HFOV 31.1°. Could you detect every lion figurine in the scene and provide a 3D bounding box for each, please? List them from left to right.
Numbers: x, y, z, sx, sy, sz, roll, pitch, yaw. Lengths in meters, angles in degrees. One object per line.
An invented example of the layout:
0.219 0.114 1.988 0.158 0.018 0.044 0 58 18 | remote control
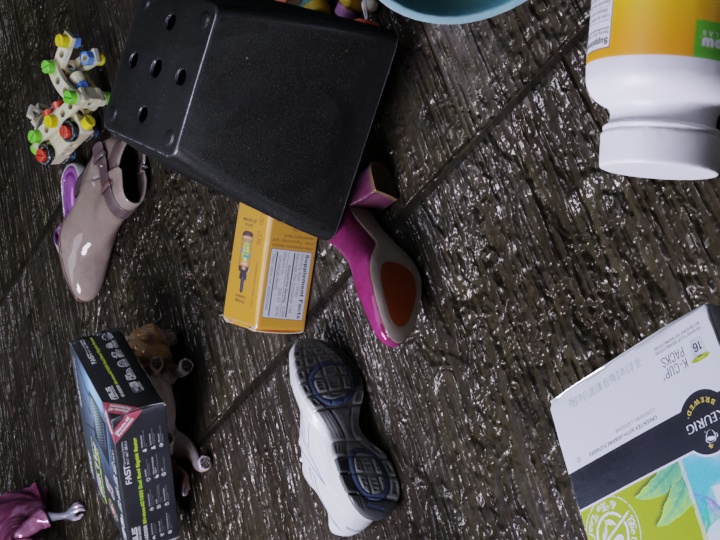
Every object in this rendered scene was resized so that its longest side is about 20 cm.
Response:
-0.229 0.158 1.485 0.122 0.072 0.202 -18 74 59 | lion figurine

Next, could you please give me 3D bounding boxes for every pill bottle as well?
0.212 -0.168 0.884 0.111 0.110 0.202 3 87 54 | pill bottle

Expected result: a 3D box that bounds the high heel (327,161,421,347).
0.000 0.000 1.190 0.096 0.067 0.201 -37 41 34 | high heel

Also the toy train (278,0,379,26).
-0.041 -0.248 1.297 0.199 0.055 0.152 18 99 54 | toy train

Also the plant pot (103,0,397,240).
-0.117 -0.161 1.189 0.199 0.176 0.202 26 101 48 | plant pot

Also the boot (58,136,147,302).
-0.324 -0.072 1.653 0.146 0.070 0.202 -20 69 49 | boot

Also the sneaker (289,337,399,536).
-0.033 0.156 1.213 0.087 0.074 0.201 -52 46 43 | sneaker

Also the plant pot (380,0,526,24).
0.066 -0.344 1.061 0.201 0.199 0.197 -54 38 35 | plant pot

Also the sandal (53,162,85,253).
-0.395 -0.053 1.763 0.082 0.049 0.204 -42 53 43 | sandal

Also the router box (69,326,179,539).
-0.261 0.187 1.430 0.150 0.062 0.202 47 146 48 | router box

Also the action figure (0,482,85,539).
-0.456 0.348 1.716 0.200 0.148 0.135 28 102 67 | action figure

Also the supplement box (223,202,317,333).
-0.085 -0.040 1.318 0.066 0.068 0.202 14 94 53 | supplement box

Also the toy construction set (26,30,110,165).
-0.412 -0.223 1.778 0.200 0.092 0.132 -40 70 51 | toy construction set

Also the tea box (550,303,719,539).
0.240 0.141 0.722 0.134 0.199 0.198 -41 53 42 | tea box
